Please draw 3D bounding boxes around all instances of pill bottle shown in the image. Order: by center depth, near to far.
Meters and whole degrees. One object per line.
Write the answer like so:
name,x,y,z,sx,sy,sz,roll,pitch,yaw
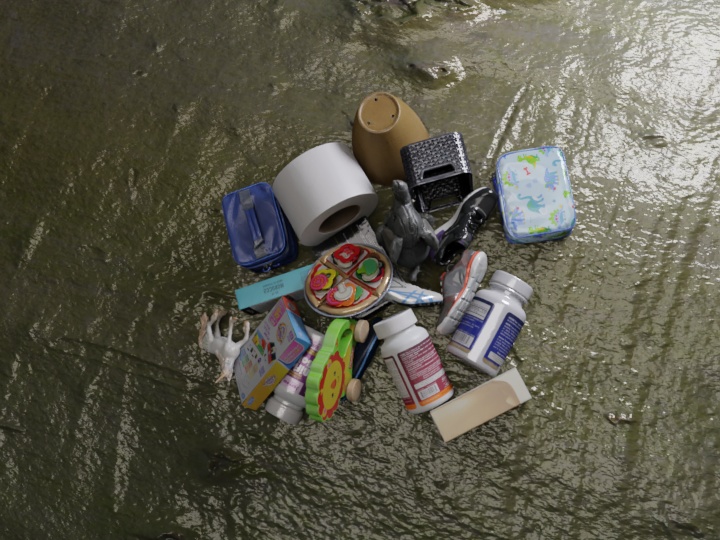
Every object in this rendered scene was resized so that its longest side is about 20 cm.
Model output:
pill bottle,0.277,0.109,1.411,0.119,0.120,0.201,29,85,15
pill bottle,0.109,0.189,1.412,0.109,0.110,0.202,-25,89,5
pill bottle,-0.129,0.228,1.468,0.111,0.112,0.202,24,84,14

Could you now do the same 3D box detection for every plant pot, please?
plant pot,0.056,-0.312,1.496,0.184,0.200,0.189,-2,78,10

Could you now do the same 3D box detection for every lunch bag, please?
lunch bag,0.376,-0.164,1.466,0.159,0.082,0.203,-9,77,8
lunch bag,-0.233,-0.090,1.539,0.134,0.132,0.202,-20,75,8

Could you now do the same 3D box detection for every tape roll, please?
tape roll,-0.078,-0.167,1.491,0.201,0.203,0.140,-31,76,3

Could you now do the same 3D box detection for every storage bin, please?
storage bin,0.168,-0.206,1.451,0.134,0.200,0.095,-14,77,8

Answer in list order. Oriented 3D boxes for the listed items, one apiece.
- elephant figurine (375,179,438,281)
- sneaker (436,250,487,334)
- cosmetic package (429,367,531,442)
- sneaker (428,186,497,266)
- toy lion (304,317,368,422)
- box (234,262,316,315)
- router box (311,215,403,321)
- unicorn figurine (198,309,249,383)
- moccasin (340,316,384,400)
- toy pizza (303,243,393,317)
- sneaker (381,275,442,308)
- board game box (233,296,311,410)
elephant figurine,0.095,-0.079,1.394,0.154,0.200,0.142,34,88,1
sneaker,0.206,0.044,1.473,0.081,0.077,0.201,21,78,33
cosmetic package,0.249,0.280,1.392,0.199,0.105,0.072,-29,75,5
sneaker,0.231,-0.087,1.455,0.075,0.088,0.200,35,107,-28
toy lion,-0.055,0.197,1.353,0.068,0.191,0.203,8,91,21
box,-0.178,0.044,1.530,0.198,0.082,0.050,-18,74,6
router box,0.000,0.000,1.515,0.148,0.051,0.201,-30,79,3
unicorn figurine,-0.309,0.168,1.517,0.199,0.073,0.139,15,85,56
moccasin,-0.013,0.186,1.471,0.068,0.080,0.201,28,84,15
toy pizza,-0.029,0.013,1.420,0.198,0.032,0.202,-10,48,11
sneaker,0.080,0.040,1.436,0.197,0.072,0.073,9,84,6
board game box,-0.198,0.178,1.459,0.200,0.040,0.153,-50,34,15
